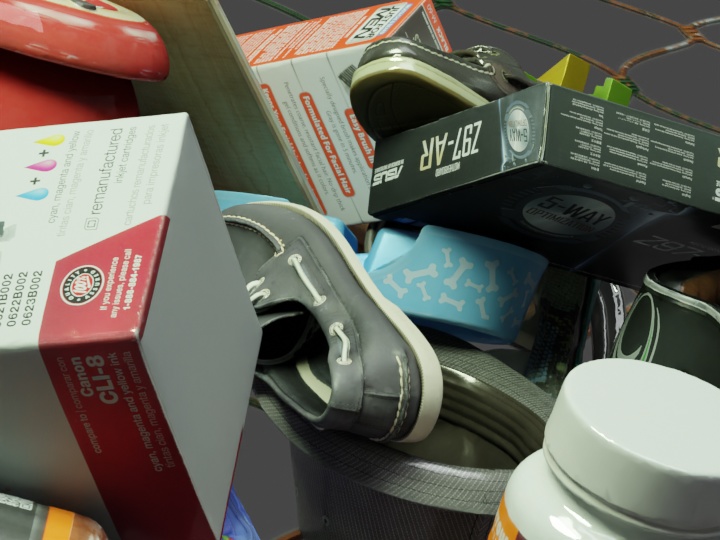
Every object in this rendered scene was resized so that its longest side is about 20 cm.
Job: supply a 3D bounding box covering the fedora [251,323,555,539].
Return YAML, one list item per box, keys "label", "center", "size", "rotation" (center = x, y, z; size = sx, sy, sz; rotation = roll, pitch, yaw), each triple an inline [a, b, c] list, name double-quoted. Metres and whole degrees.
- label: "fedora"
  center: [0.024, 0.103, 1.417]
  size: [0.176, 0.091, 0.200]
  rotation: [1, 22, -33]

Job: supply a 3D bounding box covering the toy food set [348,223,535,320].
- label: "toy food set"
  center: [0.037, -0.015, 1.722]
  size: [0.197, 0.049, 0.200]
  rotation: [1, 31, -32]

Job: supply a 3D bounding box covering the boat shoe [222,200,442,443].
- label: "boat shoe"
  center: [-0.035, 0.020, 1.366]
  size: [0.063, 0.073, 0.200]
  rotation: [0, 27, -34]

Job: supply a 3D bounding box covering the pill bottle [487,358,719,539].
- label: "pill bottle"
  center: [0.106, 0.149, 1.247]
  size: [0.114, 0.201, 0.114]
  rotation: [14, 24, -7]

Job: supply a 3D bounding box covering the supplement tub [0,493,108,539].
- label: "supplement tub"
  center: [-0.176, 0.143, 1.187]
  size: [0.199, 0.107, 0.107]
  rotation: [15, 25, -5]

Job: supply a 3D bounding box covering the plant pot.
- label: "plant pot"
  center: [-0.207, -0.068, 1.467]
  size: [0.200, 0.183, 0.200]
  rotation: [16, 7, -2]

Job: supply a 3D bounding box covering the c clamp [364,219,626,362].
- label: "c clamp"
  center: [0.072, 0.036, 1.615]
  size: [0.199, 0.027, 0.171]
  rotation: [7, 55, -25]

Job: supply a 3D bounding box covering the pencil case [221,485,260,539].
- label: "pencil case"
  center: [-0.091, 0.114, 1.330]
  size: [0.078, 0.087, 0.200]
  rotation: [27, 20, -27]

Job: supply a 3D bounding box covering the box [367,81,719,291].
- label: "box"
  center: [0.129, -0.040, 1.479]
  size: [0.200, 0.044, 0.160]
  rotation: [15, -16, -31]

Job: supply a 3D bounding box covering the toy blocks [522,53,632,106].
- label: "toy blocks"
  center: [0.098, -0.087, 1.845]
  size: [0.136, 0.100, 0.200]
  rotation: [11, -8, 40]

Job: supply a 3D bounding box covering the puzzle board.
- label: "puzzle board"
  center: [-0.106, -0.088, 1.582]
  size: [0.150, 0.200, 0.017]
  rotation: [8, 50, 34]

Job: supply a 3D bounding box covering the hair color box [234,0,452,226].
- label: "hair color box"
  center: [-0.034, -0.083, 1.626]
  size: [0.200, 0.111, 0.064]
  rotation: [-7, 28, 36]

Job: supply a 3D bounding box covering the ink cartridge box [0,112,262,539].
- label: "ink cartridge box"
  center: [-0.164, 0.035, 1.255]
  size: [0.199, 0.145, 0.146]
  rotation: [-5, 44, 13]

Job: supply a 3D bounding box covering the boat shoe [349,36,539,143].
- label: "boat shoe"
  center: [0.061, -0.091, 1.533]
  size: [0.072, 0.066, 0.201]
  rotation: [-12, -25, 34]

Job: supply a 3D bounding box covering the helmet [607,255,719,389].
- label: "helmet"
  center: [0.209, 0.101, 1.431]
  size: [0.199, 0.191, 0.200]
  rotation: [3, 12, -1]

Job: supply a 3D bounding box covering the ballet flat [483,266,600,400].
- label: "ballet flat"
  center: [0.098, 0.045, 1.572]
  size: [0.074, 0.074, 0.200]
  rotation: [16, 49, -3]

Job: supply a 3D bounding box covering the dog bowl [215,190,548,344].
- label: "dog bowl"
  center: [0.000, 0.000, 1.521]
  size: [0.199, 0.050, 0.111]
  rotation: [11, -6, 8]
